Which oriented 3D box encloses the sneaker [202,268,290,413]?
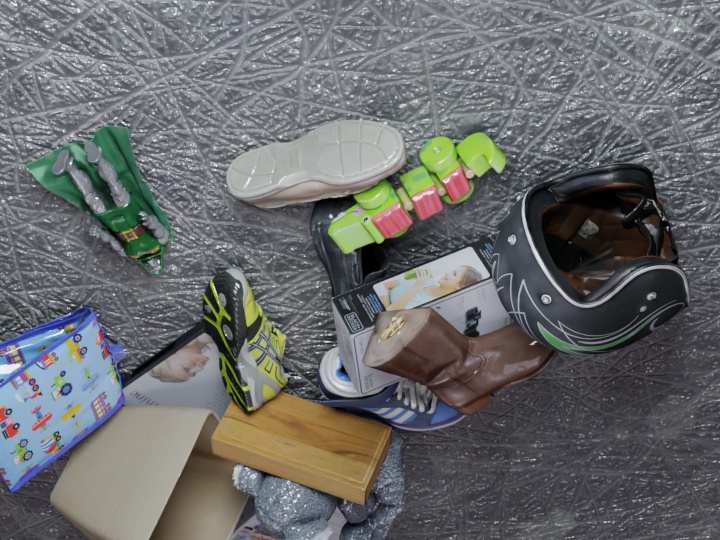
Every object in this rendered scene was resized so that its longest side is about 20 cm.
[{"bbox_3d":[-0.133,0.074,1.630,0.076,0.075,0.201,-29,135,-26],"label":"sneaker"}]

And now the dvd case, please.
[{"bbox_3d":[-0.208,0.144,1.736,0.142,0.018,0.199,32,130,-32],"label":"dvd case"}]

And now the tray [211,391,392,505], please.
[{"bbox_3d":[-0.071,0.206,1.669,0.198,0.099,0.037,17,138,12],"label":"tray"}]

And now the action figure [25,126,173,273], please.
[{"bbox_3d":[-0.259,-0.062,1.479,0.117,0.055,0.200,-15,141,14],"label":"action figure"}]

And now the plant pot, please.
[{"bbox_3d":[-0.272,0.283,1.753,0.176,0.201,0.200,13,154,24],"label":"plant pot"}]

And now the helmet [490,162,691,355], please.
[{"bbox_3d":[0.233,-0.005,1.433,0.189,0.201,0.201,-17,136,10],"label":"helmet"}]

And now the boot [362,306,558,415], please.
[{"bbox_3d":[0.116,0.069,1.495,0.186,0.064,0.200,-44,134,13],"label":"boot"}]

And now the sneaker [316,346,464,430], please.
[{"bbox_3d":[0.046,0.137,1.646,0.198,0.081,0.147,11,164,-3],"label":"sneaker"}]

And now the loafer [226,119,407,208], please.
[{"bbox_3d":[-0.040,-0.105,1.422,0.198,0.073,0.063,-9,155,21],"label":"loafer"}]

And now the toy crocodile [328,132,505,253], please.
[{"bbox_3d":[0.058,-0.078,1.425,0.199,0.062,0.068,-29,133,4],"label":"toy crocodile"}]

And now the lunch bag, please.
[{"bbox_3d":[-0.370,0.142,1.646,0.199,0.094,0.151,-29,132,-20],"label":"lunch bag"}]

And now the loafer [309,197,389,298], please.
[{"bbox_3d":[0.000,0.000,1.529,0.070,0.068,0.201,-2,136,17],"label":"loafer"}]

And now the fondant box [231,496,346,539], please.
[{"bbox_3d":[-0.095,0.351,1.942,0.143,0.059,0.200,24,133,-24],"label":"fondant box"}]

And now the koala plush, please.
[{"bbox_3d":[-0.055,0.271,1.717,0.199,0.178,0.184,-14,148,-44],"label":"koala plush"}]

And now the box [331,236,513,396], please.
[{"bbox_3d":[0.073,0.052,1.539,0.198,0.060,0.117,-21,140,-10],"label":"box"}]
